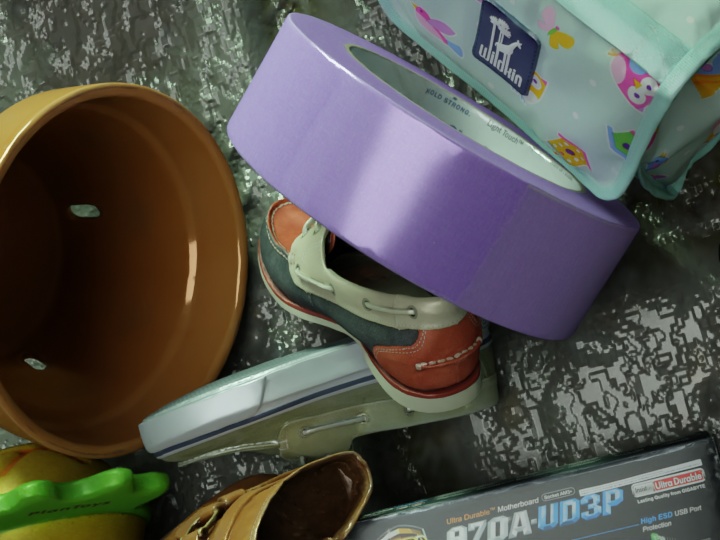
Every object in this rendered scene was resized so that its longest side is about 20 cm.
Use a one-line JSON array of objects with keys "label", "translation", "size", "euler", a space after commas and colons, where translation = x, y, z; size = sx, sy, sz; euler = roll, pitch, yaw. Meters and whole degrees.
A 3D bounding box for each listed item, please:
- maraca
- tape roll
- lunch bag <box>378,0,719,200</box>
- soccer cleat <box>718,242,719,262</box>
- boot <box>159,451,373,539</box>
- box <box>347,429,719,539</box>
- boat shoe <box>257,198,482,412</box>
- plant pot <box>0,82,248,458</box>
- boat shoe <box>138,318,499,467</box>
[{"label": "maraca", "translation": [-0.181, 0.147, 0.839], "size": [0.200, 0.136, 0.108], "euler": [-45, 58, 57]}, {"label": "tape roll", "translation": [0.036, -0.048, 0.729], "size": [0.200, 0.200, 0.066], "euler": [35, 103, 17]}, {"label": "lunch bag", "translation": [0.103, -0.124, 0.700], "size": [0.170, 0.200, 0.122], "euler": [43, 106, 14]}, {"label": "soccer cleat", "translation": [0.230, 0.070, 0.730], "size": [0.081, 0.067, 0.201], "euler": [-43, 76, 31]}, {"label": "boot", "translation": [-0.087, 0.166, 0.746], "size": [0.074, 0.200, 0.154], "euler": [48, 138, -8]}, {"label": "box", "translation": [0.106, 0.184, 0.768], "size": [0.199, 0.046, 0.160], "euler": [-15, 86, 8]}, {"label": "boat shoe", "translation": [0.000, 0.000, 0.774], "size": [0.200, 0.071, 0.063], "euler": [43, 150, 52]}, {"label": "plant pot", "translation": [-0.180, -0.004, 0.835], "size": [0.139, 0.199, 0.202], "euler": [5, 93, 38]}, {"label": "boat shoe", "translation": [-0.019, 0.073, 0.801], "size": [0.199, 0.072, 0.062], "euler": [-18, 92, -1]}]
